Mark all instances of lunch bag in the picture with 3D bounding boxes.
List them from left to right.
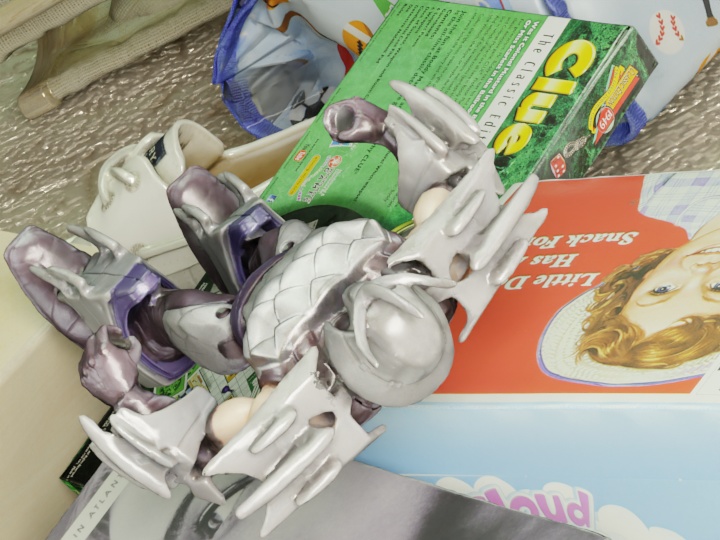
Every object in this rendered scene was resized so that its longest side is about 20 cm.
[{"bbox_3d":[0.053,-0.119,1.066,0.170,0.124,0.200,-41,15,-31],"label":"lunch bag"}]

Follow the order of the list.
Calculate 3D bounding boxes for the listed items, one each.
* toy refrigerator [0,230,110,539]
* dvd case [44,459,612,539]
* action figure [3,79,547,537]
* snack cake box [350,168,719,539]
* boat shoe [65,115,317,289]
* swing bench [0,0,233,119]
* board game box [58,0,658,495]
[{"bbox_3d":[-0.143,0.071,0.885,0.070,0.076,0.200,10,36,23],"label":"toy refrigerator"},{"bbox_3d":[-0.040,0.110,0.772,0.200,0.016,0.149,12,60,52],"label":"dvd case"},{"bbox_3d":[-0.026,0.008,0.796,0.130,0.069,0.200,-37,16,-16],"label":"action figure"},{"bbox_3d":[0.104,0.029,0.791,0.200,0.067,0.115,-2,35,40],"label":"snack cake box"},{"bbox_3d":[-0.058,-0.018,1.018,0.200,0.070,0.071,-16,26,16],"label":"boat shoe"},{"bbox_3d":[-0.095,-0.152,1.186,0.199,0.130,0.200,-25,-11,25],"label":"swing bench"},{"bbox_3d":[0.000,0.000,0.913,0.105,0.023,0.200,13,61,48],"label":"board game box"}]
